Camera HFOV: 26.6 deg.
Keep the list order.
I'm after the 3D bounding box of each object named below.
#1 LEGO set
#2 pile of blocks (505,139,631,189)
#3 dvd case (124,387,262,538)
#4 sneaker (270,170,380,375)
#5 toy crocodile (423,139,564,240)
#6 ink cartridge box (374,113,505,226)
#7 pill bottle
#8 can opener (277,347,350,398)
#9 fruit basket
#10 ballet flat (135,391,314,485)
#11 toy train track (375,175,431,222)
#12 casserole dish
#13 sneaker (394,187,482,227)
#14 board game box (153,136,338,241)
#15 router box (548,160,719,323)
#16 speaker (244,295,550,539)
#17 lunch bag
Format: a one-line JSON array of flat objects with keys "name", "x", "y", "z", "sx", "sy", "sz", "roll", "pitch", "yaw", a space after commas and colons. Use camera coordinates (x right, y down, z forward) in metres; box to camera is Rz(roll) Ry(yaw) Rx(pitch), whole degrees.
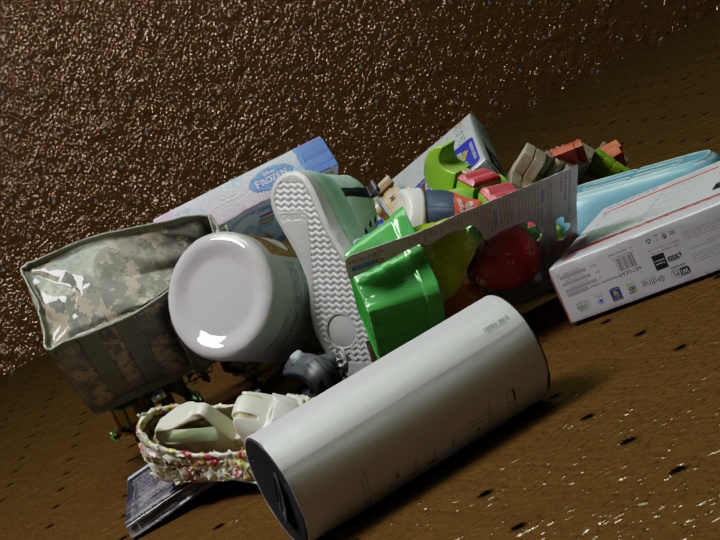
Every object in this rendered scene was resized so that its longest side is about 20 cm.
[{"name": "LEGO set", "x": -0.187, "y": 0.123, "z": 1.622, "sx": 0.199, "sy": 0.117, "sz": 0.153, "roll": -32, "pitch": 38, "yaw": -18}, {"name": "pile of blocks", "x": 0.224, "y": -0.097, "z": 1.535, "sx": 0.199, "sy": 0.082, "sz": 0.063, "roll": -12, "pitch": -38, "yaw": -45}, {"name": "dvd case", "x": -0.138, "y": 0.163, "z": 1.318, "sx": 0.148, "sy": 0.016, "sz": 0.200, "roll": -34, "pitch": 8, "yaw": -5}, {"name": "sneaker", "x": 0.000, "y": 0.000, "z": 1.384, "sx": 0.073, "sy": 0.203, "sz": 0.118, "roll": -25, "pitch": -7, "yaw": 31}, {"name": "toy crocodile", "x": 0.132, "y": -0.052, "z": 1.404, "sx": 0.067, "sy": 0.062, "sz": 0.200, "roll": -18, "pitch": 43, "yaw": -29}, {"name": "ink cartridge box", "x": 0.059, "y": -0.066, "z": 1.587, "sx": 0.200, "sy": 0.047, "sz": 0.198, "roll": -42, "pitch": 16, "yaw": 13}, {"name": "pill bottle", "x": -0.082, "y": 0.029, "z": 1.426, "sx": 0.113, "sy": 0.116, "sz": 0.199, "roll": -23, "pitch": -14, "yaw": 23}, {"name": "can opener", "x": -0.047, "y": 0.097, "z": 1.323, "sx": 0.078, "sy": 0.064, "sz": 0.200, "roll": -27, "pitch": 7, "yaw": -7}, {"name": "fruit basket", "x": 0.086, "y": -0.006, "z": 1.251, "sx": 0.198, "sy": 0.094, "sz": 0.186, "roll": -28, "pitch": -29, "yaw": -7}, {"name": "ballet flat", "x": -0.097, "y": 0.127, "z": 1.180, "sx": 0.198, "sy": 0.064, "sz": 0.076, "roll": -13, "pitch": 38, "yaw": 30}, {"name": "toy train track", "x": 0.033, "y": -0.070, "z": 1.522, "sx": 0.115, "sy": 0.033, "sz": 0.200, "roll": -43, "pitch": 15, "yaw": 4}, {"name": "casserole dish", "x": 0.261, "y": -0.073, "z": 1.430, "sx": 0.198, "sy": 0.039, "sz": 0.121, "roll": -16, "pitch": 5, "yaw": 19}, {"name": "sneaker", "x": 0.066, "y": -0.014, "z": 1.367, "sx": 0.083, "sy": 0.076, "sz": 0.200, "roll": 0, "pitch": -17, "yaw": -7}, {"name": "board game box", "x": -0.120, "y": -0.041, "z": 1.632, "sx": 0.197, "sy": 0.044, "sz": 0.201, "roll": -29, "pitch": -19, "yaw": -14}, {"name": "router box", "x": 0.268, "y": -0.039, "z": 1.218, "sx": 0.198, "sy": 0.049, "sz": 0.179, "roll": -23, "pitch": 8, "yaw": 29}, {"name": "speaker", "x": 0.025, "y": 0.097, "z": 0.995, "sx": 0.198, "sy": 0.082, "sz": 0.081, "roll": -29, "pitch": 8, "yaw": -19}, {"name": "lunch bag", "x": -0.206, "y": 0.035, "z": 1.486, "sx": 0.198, "sy": 0.119, "sz": 0.165, "roll": -23, "pitch": -26, "yaw": -5}]
